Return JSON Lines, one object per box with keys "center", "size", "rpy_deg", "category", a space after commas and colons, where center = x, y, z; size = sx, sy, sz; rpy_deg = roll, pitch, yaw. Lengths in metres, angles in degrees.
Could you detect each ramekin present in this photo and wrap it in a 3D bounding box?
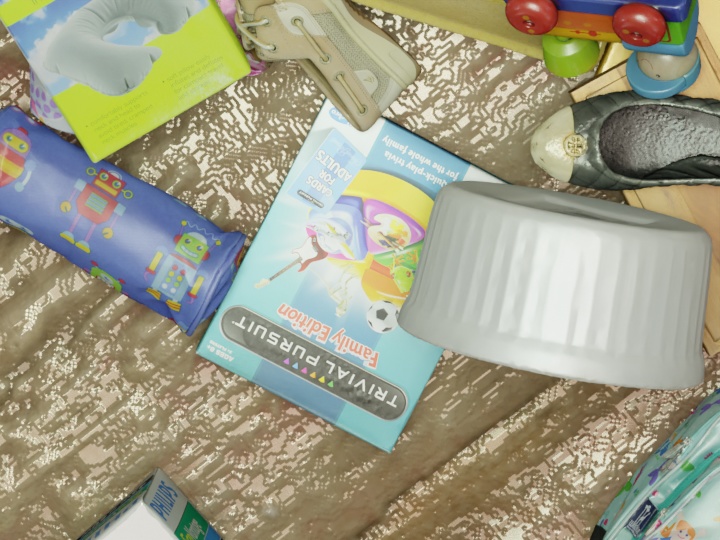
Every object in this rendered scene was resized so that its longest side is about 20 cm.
{"center": [0.129, 0.006, 1.664], "size": [0.200, 0.200, 0.098], "rpy_deg": [10, 97, -2], "category": "ramekin"}

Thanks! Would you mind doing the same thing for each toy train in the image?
{"center": [0.123, -0.169, 1.683], "size": [0.199, 0.116, 0.085], "rpy_deg": [8, 61, 19], "category": "toy train"}

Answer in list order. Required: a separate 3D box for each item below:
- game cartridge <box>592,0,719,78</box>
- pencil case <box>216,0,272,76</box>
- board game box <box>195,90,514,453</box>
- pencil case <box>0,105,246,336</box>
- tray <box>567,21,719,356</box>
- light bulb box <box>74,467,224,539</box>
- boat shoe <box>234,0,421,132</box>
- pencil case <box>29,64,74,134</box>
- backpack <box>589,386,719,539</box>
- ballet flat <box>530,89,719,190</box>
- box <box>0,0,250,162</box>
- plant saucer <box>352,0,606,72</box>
{"center": [0.263, -0.124, 1.772], "size": [0.199, 0.032, 0.177], "rpy_deg": [24, 95, -1], "category": "game cartridge"}
{"center": [-0.051, -0.231, 1.728], "size": [0.086, 0.083, 0.200], "rpy_deg": [32, 95, 11], "category": "pencil case"}
{"center": [0.000, 0.000, 1.770], "size": [0.151, 0.047, 0.200], "rpy_deg": [27, 95, -3], "category": "board game box"}
{"center": [-0.174, -0.034, 1.740], "size": [0.200, 0.087, 0.078], "rpy_deg": [30, 70, 3], "category": "pencil case"}
{"center": [0.229, -0.055, 1.746], "size": [0.098, 0.037, 0.200], "rpy_deg": [-28, 95, 4], "category": "tray"}
{"center": [-0.148, 0.277, 1.759], "size": [0.198, 0.125, 0.200], "rpy_deg": [-41, 94, 4], "category": "light bulb box"}
{"center": [-0.045, -0.161, 1.672], "size": [0.200, 0.072, 0.065], "rpy_deg": [38, 90, -36], "category": "boat shoe"}
{"center": [-0.174, -0.188, 1.699], "size": [0.090, 0.083, 0.201], "rpy_deg": [-6, 121, -15], "category": "pencil case"}
{"center": [0.270, 0.173, 1.748], "size": [0.177, 0.151, 0.200], "rpy_deg": [41, 89, -3], "category": "backpack"}
{"center": [0.210, -0.085, 1.697], "size": [0.199, 0.057, 0.067], "rpy_deg": [0, 95, 2], "category": "ballet flat"}
{"center": [-0.166, -0.178, 1.629], "size": [0.122, 0.048, 0.200], "rpy_deg": [-30, 124, 2], "category": "box"}
{"center": [0.092, -0.252, 1.720], "size": [0.199, 0.048, 0.201], "rpy_deg": [15, 96, -26], "category": "plant saucer"}
